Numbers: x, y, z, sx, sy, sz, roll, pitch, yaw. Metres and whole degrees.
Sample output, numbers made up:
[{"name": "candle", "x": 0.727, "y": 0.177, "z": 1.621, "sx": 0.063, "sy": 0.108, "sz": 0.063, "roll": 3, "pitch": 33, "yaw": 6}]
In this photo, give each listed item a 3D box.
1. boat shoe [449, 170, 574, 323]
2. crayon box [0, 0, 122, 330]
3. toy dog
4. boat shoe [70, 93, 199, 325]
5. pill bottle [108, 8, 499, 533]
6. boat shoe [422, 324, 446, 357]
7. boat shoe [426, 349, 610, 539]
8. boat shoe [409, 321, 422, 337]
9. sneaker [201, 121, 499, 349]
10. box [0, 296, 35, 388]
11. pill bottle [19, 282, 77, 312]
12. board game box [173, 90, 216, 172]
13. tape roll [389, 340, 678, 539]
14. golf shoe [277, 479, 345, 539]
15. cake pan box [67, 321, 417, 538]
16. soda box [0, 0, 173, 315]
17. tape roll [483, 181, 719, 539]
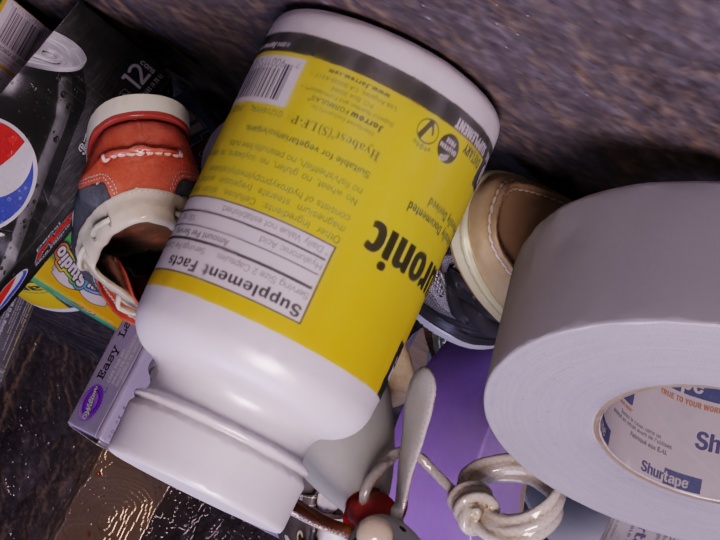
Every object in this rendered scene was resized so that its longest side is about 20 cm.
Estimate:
[{"name": "boat shoe", "x": 0.124, "y": 0.011, "z": 0.922, "sx": 0.199, "sy": 0.075, "sz": 0.066, "roll": 31, "pitch": 156, "yaw": -36}, {"name": "crayon box", "x": -0.181, "y": -0.062, "z": 1.111, "sx": 0.058, "sy": 0.119, "sz": 0.200, "roll": 24, "pitch": 171, "yaw": 39}, {"name": "toy dog", "x": -0.009, "y": 0.067, "z": 0.914, "sx": 0.200, "sy": 0.131, "sz": 0.097, "roll": 34, "pitch": 150, "yaw": 49}, {"name": "boat shoe", "x": -0.105, "y": -0.012, "z": 0.971, "sx": 0.070, "sy": 0.063, "sz": 0.200, "roll": -5, "pitch": 156, "yaw": -8}, {"name": "pill bottle", "x": -0.028, "y": 0.002, "z": 0.841, "sx": 0.110, "sy": 0.201, "sz": 0.111, "roll": 25, "pitch": 171, "yaw": 4}, {"name": "boat shoe", "x": 0.102, "y": 0.047, "z": 1.176, "sx": 0.074, "sy": 0.075, "sz": 0.202, "roll": -6, "pitch": 155, "yaw": 24}, {"name": "boat shoe", "x": 0.120, "y": 0.120, "z": 1.323, "sx": 0.199, "sy": 0.074, "sz": 0.068, "roll": 43, "pitch": -177, "yaw": 22}, {"name": "boat shoe", "x": 0.000, "y": 0.000, "z": 1.124, "sx": 0.074, "sy": 0.074, "sz": 0.200, "roll": 20, "pitch": 168, "yaw": 28}, {"name": "sneaker", "x": 0.025, "y": -0.024, "z": 0.965, "sx": 0.199, "sy": 0.076, "sz": 0.114, "roll": 28, "pitch": 165, "yaw": -24}, {"name": "box", "x": -0.281, "y": -0.010, "z": 1.402, "sx": 0.049, "sy": 0.202, "sz": 0.158, "roll": 15, "pitch": 167, "yaw": 25}, {"name": "pill bottle", "x": -0.208, "y": -0.037, "z": 1.330, "sx": 0.111, "sy": 0.113, "sz": 0.200, "roll": 21, "pitch": 169, "yaw": 21}, {"name": "board game box", "x": -0.064, "y": 0.010, "z": 1.120, "sx": 0.136, "sy": 0.034, "sz": 0.201, "roll": 54, "pitch": 166, "yaw": 28}, {"name": "tape roll", "x": 0.117, "y": 0.119, "z": 1.082, "sx": 0.199, "sy": 0.201, "sz": 0.085, "roll": 31, "pitch": 169, "yaw": -30}, {"name": "golf shoe", "x": -0.012, "y": 0.104, "z": 1.076, "sx": 0.201, "sy": 0.077, "sz": 0.095, "roll": 91, "pitch": 159, "yaw": -55}, {"name": "cake pan box", "x": -0.067, "y": 0.065, "z": 1.306, "sx": 0.199, "sy": 0.185, "sz": 0.052, "roll": 31, "pitch": 172, "yaw": -34}, {"name": "soda box", "x": -0.179, "y": -0.035, "z": 1.007, "sx": 0.063, "sy": 0.201, "sz": 0.071, "roll": 38, "pitch": 170, "yaw": 2}, {"name": "tape roll", "x": 0.153, "y": 0.045, "z": 0.822, "sx": 0.198, "sy": 0.067, "sz": 0.201, "roll": 12, "pitch": 152, "yaw": 6}]
